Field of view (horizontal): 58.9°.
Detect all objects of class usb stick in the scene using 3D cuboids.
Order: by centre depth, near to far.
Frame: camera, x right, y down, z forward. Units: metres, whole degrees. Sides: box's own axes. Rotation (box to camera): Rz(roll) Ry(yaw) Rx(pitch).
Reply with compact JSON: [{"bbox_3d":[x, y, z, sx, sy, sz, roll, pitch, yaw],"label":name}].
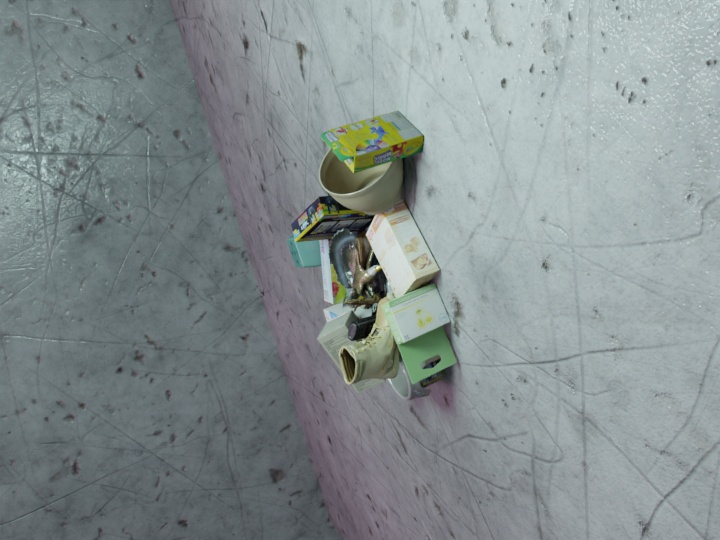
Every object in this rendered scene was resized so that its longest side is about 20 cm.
[{"bbox_3d":[0.027,0.141,1.635,0.032,0.199,0.056,24,105,25],"label":"usb stick"}]

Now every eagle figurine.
[{"bbox_3d":[0.006,-0.003,1.699,0.152,0.149,0.202,42,-147,-67],"label":"eagle figurine"}]

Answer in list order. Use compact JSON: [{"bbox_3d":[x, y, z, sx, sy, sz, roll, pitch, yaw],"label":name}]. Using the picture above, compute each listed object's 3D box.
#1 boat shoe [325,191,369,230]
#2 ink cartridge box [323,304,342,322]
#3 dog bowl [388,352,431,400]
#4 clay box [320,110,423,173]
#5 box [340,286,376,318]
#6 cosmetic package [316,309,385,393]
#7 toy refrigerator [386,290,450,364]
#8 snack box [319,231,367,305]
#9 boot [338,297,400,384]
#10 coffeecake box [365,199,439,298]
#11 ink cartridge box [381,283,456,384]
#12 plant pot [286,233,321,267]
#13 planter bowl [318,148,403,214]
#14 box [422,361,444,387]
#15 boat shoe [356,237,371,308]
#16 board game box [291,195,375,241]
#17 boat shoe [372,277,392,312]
[{"bbox_3d":[-0.038,-0.181,1.829,0.201,0.067,0.072,56,157,32],"label":"boat shoe"},{"bbox_3d":[-0.020,0.208,2.074,0.128,0.124,0.202,14,122,66],"label":"ink cartridge box"},{"bbox_3d":[0.108,0.244,1.654,0.201,0.058,0.201,54,157,36],"label":"dog bowl"},{"bbox_3d":[0.023,-0.277,1.379,0.115,0.198,0.048,54,155,38],"label":"clay box"},{"bbox_3d":[0.003,0.149,1.874,0.200,0.096,0.126,-80,-20,-65],"label":"box"},{"bbox_3d":[-0.015,0.222,1.745,0.201,0.103,0.087,56,-153,-16],"label":"cosmetic package"},{"bbox_3d":[0.145,0.135,1.640,0.201,0.075,0.070,58,158,31],"label":"toy refrigerator"},{"bbox_3d":[-0.041,-0.016,1.834,0.053,0.141,0.203,15,114,52],"label":"snack box"},{"bbox_3d":[0.023,0.168,1.531,0.072,0.154,0.203,9,98,49],"label":"boot"},{"bbox_3d":[0.100,-0.048,1.583,0.202,0.072,0.154,64,159,15],"label":"coffeecake box"},{"bbox_3d":[0.151,0.149,1.530,0.202,0.144,0.048,67,153,6],"label":"ink cartridge box"},{"bbox_3d":[-0.110,-0.085,1.920,0.141,0.198,0.143,3,112,69],"label":"plant pot"},{"bbox_3d":[0.020,-0.217,1.500,0.200,0.200,0.135,49,180,44],"label":"planter bowl"},{"bbox_3d":[0.144,0.215,1.725,0.201,0.069,0.064,63,160,19],"label":"box"},{"bbox_3d":[0.000,0.004,1.798,0.074,0.068,0.203,-165,83,-78],"label":"boat shoe"},{"bbox_3d":[-0.058,-0.138,1.669,0.165,0.198,0.057,-33,69,51],"label":"board game box"},{"bbox_3d":[0.069,0.092,1.786,0.201,0.067,0.074,85,-171,-48],"label":"boat shoe"}]
